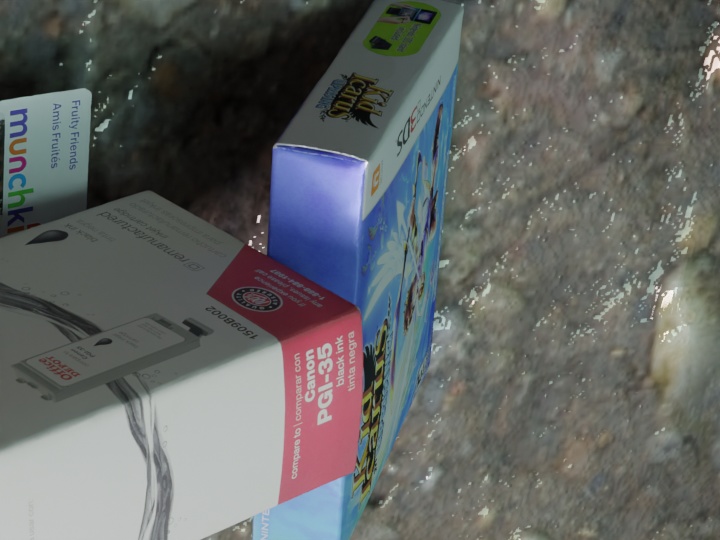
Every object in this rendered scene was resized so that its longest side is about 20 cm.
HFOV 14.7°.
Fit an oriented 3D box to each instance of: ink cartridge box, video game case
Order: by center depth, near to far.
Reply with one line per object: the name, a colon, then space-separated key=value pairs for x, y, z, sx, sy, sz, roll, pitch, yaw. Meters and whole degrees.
ink cartridge box: x=-0.119 y=0.052 z=1.130 sx=0.199 sy=0.146 sz=0.083 roll=-20 pitch=126 yaw=-39
video game case: x=0.000 y=0.000 z=1.267 sx=0.045 sy=0.181 sz=0.201 roll=10 pitch=119 yaw=12

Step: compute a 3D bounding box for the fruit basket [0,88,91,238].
fruit basket: x=-0.202 y=0.024 z=1.189 sx=0.199 sy=0.094 sz=0.186 roll=-9 pitch=120 yaw=-27
